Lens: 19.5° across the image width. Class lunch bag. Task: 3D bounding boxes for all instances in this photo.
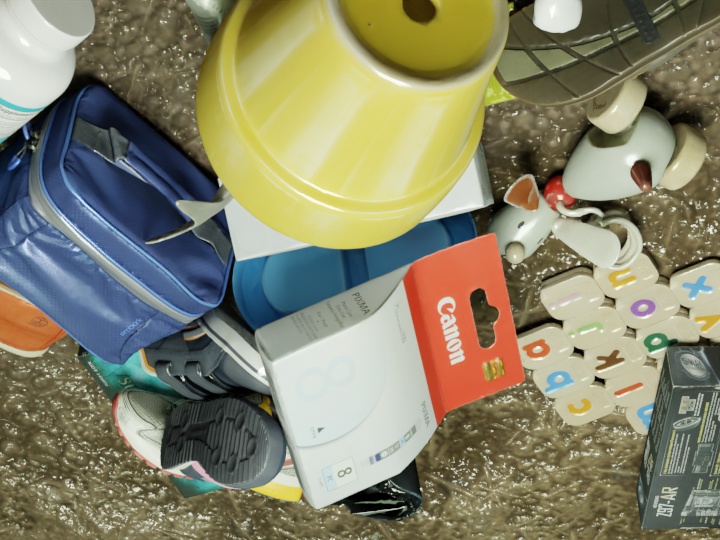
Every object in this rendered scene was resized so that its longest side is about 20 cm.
[{"bbox_3d":[-0.192,-0.043,1.595,0.132,0.137,0.200,-31,124,29],"label":"lunch bag"}]

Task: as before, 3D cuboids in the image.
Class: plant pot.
[{"bbox_3d":[0.008,-0.140,1.407,0.199,0.203,0.189,19,155,-14],"label":"plant pot"}]

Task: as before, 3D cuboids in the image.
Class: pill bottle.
[{"bbox_3d":[-0.283,-0.147,1.520,0.199,0.111,0.111,-34,124,30],"label":"pill bottle"}]

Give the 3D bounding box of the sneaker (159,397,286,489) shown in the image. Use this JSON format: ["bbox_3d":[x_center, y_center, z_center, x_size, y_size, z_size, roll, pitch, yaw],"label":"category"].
[{"bbox_3d":[-0.088,0.139,1.642,0.081,0.071,0.200,17,174,-25],"label":"sneaker"}]

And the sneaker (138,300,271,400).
[{"bbox_3d":[-0.118,0.069,1.652,0.078,0.200,0.080,32,92,-32],"label":"sneaker"}]

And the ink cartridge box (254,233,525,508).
[{"bbox_3d":[0.032,0.077,1.579,0.198,0.047,0.161,-22,130,-8],"label":"ink cartridge box"}]

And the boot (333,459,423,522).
[{"bbox_3d":[-0.024,0.098,1.698,0.200,0.169,0.076,37,125,-28],"label":"boot"}]

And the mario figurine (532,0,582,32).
[{"bbox_3d":[0.104,-0.237,1.399,0.105,0.124,0.200,17,170,39],"label":"mario figurine"}]

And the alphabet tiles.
[{"bbox_3d":[0.235,0.060,1.751,0.194,0.015,0.200,-24,128,21],"label":"alphabet tiles"}]

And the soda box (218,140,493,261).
[{"bbox_3d":[-0.002,-0.061,1.593,0.198,0.064,0.069,-12,91,13],"label":"soda box"}]

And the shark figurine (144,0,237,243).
[{"bbox_3d":[-0.101,-0.127,1.536,0.127,0.217,0.089,-1,-176,-35],"label":"shark figurine"}]

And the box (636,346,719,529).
[{"bbox_3d":[0.328,0.146,1.792,0.158,0.044,0.201,-1,137,-2],"label":"box"}]

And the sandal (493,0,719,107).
[{"bbox_3d":[0.190,-0.174,1.501,0.199,0.082,0.055,-27,164,14],"label":"sandal"}]

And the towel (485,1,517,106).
[{"bbox_3d":[0.032,-0.142,1.568,0.198,0.018,0.086,-13,133,15],"label":"towel"}]

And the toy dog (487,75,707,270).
[{"bbox_3d":[0.176,-0.055,1.583,0.131,0.097,0.201,19,132,-5],"label":"toy dog"}]

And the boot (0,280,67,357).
[{"bbox_3d":[-0.318,0.008,1.701,0.199,0.076,0.107,28,135,-23],"label":"boot"}]

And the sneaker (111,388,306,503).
[{"bbox_3d":[-0.115,0.129,1.770,0.198,0.078,0.083,14,123,-20],"label":"sneaker"}]

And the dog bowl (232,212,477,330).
[{"bbox_3d":[0.000,0.000,1.644,0.198,0.113,0.050,-13,159,11],"label":"dog bowl"}]

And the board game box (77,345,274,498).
[{"bbox_3d":[-0.139,0.114,1.818,0.134,0.028,0.201,-16,131,19],"label":"board game box"}]
